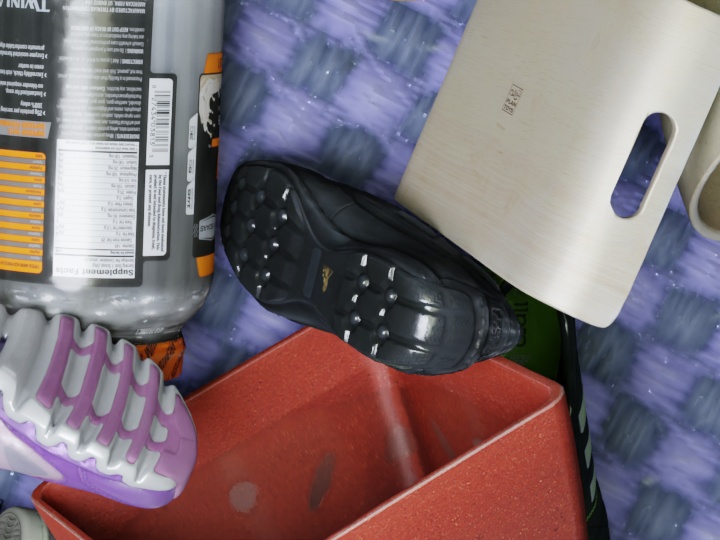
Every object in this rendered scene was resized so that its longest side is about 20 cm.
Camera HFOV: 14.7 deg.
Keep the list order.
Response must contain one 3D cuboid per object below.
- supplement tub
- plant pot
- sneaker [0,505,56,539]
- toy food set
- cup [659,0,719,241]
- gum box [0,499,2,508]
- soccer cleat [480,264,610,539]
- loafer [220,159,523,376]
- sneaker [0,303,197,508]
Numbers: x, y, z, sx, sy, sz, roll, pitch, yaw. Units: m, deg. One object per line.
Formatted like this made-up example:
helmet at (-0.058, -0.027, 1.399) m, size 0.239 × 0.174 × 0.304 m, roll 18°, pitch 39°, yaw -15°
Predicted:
supplement tub at (-0.127, -0.051, 1.325) m, size 0.122 × 0.123 × 0.202 m, roll 3°, pitch 97°, yaw 1°
plant pot at (-0.005, 0.153, 1.299) m, size 0.199 × 0.200 × 0.177 m, roll -30°, pitch 114°, yaw -18°
sneaker at (-0.150, 0.223, 1.363) m, size 0.106 × 0.075 × 0.201 m, roll 17°, pitch 93°, yaw -25°
toy food set at (0.094, -0.069, 1.282) m, size 0.060 × 0.200 × 0.144 m, roll 20°, pitch 98°, yaw -26°
cup at (0.212, -0.127, 1.288) m, size 0.199 × 0.200 × 0.144 m, roll -26°, pitch 70°, yaw 4°
gum box at (-0.285, 0.193, 1.398) m, size 0.169 × 0.045 × 0.201 m, roll 14°, pitch 98°, yaw -1°
soccer cleat at (0.083, 0.088, 1.356) m, size 0.067 × 0.081 × 0.202 m, roll -7°, pitch 97°, yaw 2°
loafer at (0.000, 0.000, 1.311) m, size 0.070 × 0.200 × 0.069 m, roll 7°, pitch 105°, yaw -36°
sneaker at (-0.172, 0.063, 1.262) m, size 0.199 × 0.081 × 0.089 m, roll 23°, pitch 123°, yaw -1°
